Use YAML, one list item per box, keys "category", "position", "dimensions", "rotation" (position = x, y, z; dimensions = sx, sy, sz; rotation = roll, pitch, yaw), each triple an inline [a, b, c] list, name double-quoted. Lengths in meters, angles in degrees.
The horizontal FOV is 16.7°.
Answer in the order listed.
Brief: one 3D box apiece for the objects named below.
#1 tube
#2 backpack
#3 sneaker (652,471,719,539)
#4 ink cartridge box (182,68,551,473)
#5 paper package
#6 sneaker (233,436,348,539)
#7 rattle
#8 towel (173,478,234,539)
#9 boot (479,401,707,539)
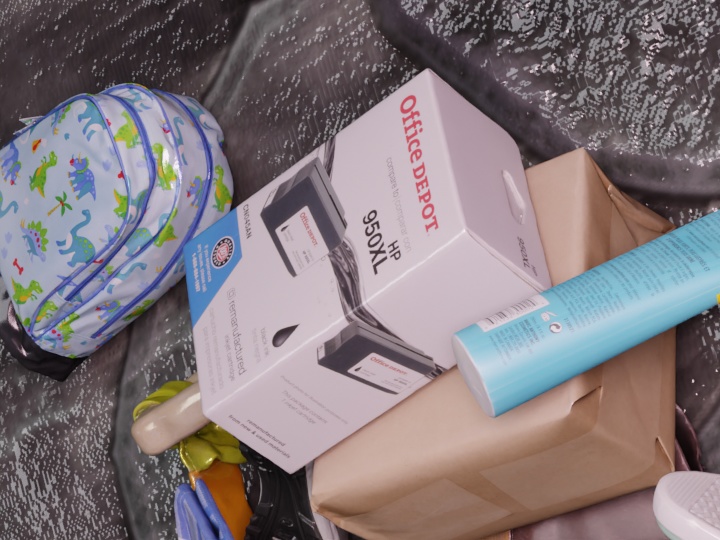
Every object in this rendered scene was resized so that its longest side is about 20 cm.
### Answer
- category: "tube"
  position: [0.148, 0.014, 1.329]
  dimensions: [0.200, 0.050, 0.077]
  rotation: [-26, 37, -7]
- category: "backpack"
  position: [-0.179, -0.043, 1.687]
  dimensions: [0.200, 0.154, 0.163]
  rotation: [-25, 64, 19]
- category: "sneaker"
  position: [0.225, 0.196, 1.334]
  dimensions: [0.200, 0.074, 0.118]
  rotation: [30, 120, -6]
- category: "ink cartridge box"
  position: [0.000, 0.000, 1.426]
  dimensions: [0.200, 0.084, 0.145]
  rotation: [-35, 41, 22]
- category: "paper package"
  position: [0.079, 0.051, 1.457]
  dimensions: [0.200, 0.103, 0.191]
  rotation: [-21, 50, 35]
- category: "sneaker"
  position: [-0.030, 0.136, 1.566]
  dimensions: [0.074, 0.079, 0.200]
  rotation: [17, 126, 32]
- category: "rattle"
  position: [-0.041, 0.089, 1.604]
  dimensions: [0.200, 0.130, 0.143]
  rotation: [-32, 77, 2]
- category: "towel"
  position: [-0.087, 0.250, 1.564]
  dimensions: [0.147, 0.024, 0.200]
  rotation: [-127, 31, -58]
- category: "boot"
  position: [0.144, 0.188, 1.448]
  dimensions: [0.166, 0.072, 0.200]
  rotation: [-31, 64, 33]
